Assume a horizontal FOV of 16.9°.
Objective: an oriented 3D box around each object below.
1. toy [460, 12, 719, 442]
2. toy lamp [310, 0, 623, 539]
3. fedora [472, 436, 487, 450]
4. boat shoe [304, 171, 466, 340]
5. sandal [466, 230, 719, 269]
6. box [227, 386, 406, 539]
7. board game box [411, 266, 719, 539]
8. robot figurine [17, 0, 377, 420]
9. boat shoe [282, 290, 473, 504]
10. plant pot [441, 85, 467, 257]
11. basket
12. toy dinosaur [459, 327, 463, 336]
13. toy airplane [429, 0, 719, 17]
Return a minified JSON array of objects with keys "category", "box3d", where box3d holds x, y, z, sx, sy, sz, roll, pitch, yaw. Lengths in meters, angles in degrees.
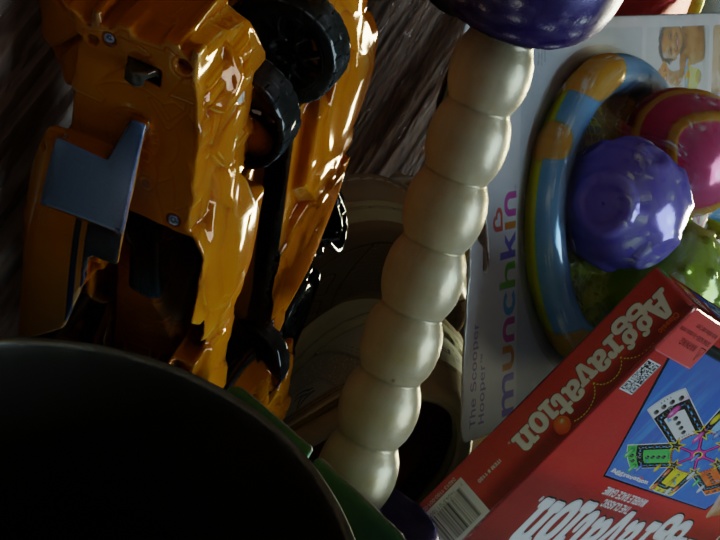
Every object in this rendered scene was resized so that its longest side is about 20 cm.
[{"category":"toy","box3d":[0.094,-0.019,0.733,0.200,0.047,0.116,-12,103,-60]},{"category":"toy lamp","box3d":[0.011,0.013,0.624,0.058,0.058,0.201,-28,137,-72]},{"category":"fedora","box3d":[0.068,0.116,0.896,0.201,0.081,0.202,-47,149,-41]},{"category":"boat shoe","box3d":[0.000,0.000,0.843,0.200,0.071,0.065,76,5,-72]},{"category":"sandal","box3d":[0.118,-0.030,0.915,0.207,0.079,0.059,-44,117,-41]},{"category":"box","box3d":[-0.025,0.138,0.565,0.117,0.048,0.201,36,-64,60]},{"category":"board game box","box3d":[0.087,0.058,0.740,0.103,0.019,0.200,-45,156,9]},{"category":"robot figurine","box3d":[-0.043,-0.011,0.612,0.145,0.058,0.201,-54,163,-44]},{"category":"boat shoe","box3d":[-0.040,0.094,0.707,0.200,0.074,0.066,-53,-163,9]},{"category":"plant pot","box3d":[0.155,-0.073,1.081,0.201,0.176,0.200,-60,168,-22]},{"category":"basket","box3d":[-0.098,0.140,0.506,0.180,0.136,0.201,-39,156,-50]},{"category":"toy dinosaur","box3d":[0.062,0.085,1.038,0.182,0.199,0.105,46,44,-31]},{"category":"toy airplane","box3d":[0.123,-0.153,0.856,0.200,0.140,0.200,-67,170,12]}]
